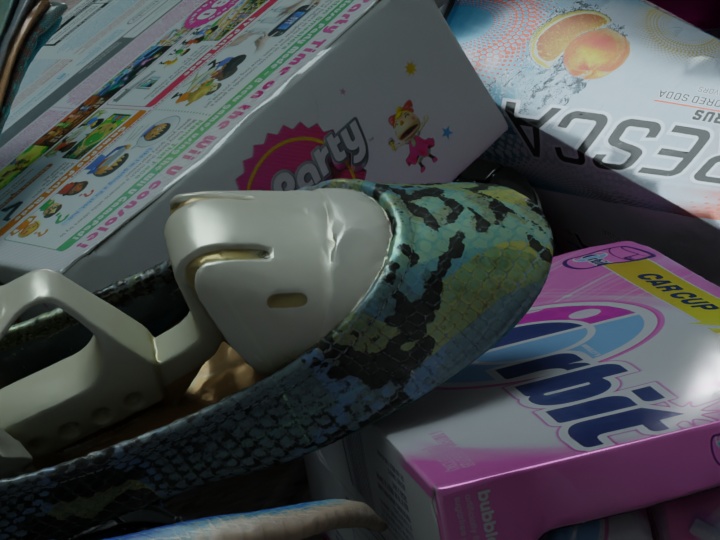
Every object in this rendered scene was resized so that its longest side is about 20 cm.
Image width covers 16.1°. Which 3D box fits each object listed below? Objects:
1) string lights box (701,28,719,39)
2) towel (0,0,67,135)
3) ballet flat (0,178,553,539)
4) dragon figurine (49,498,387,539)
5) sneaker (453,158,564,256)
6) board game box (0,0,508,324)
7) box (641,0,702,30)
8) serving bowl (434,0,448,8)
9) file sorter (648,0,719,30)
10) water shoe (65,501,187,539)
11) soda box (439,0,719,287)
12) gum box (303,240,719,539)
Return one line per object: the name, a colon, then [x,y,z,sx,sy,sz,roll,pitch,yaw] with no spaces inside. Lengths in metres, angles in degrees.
string lights box: [0.196,-0.033,0.855,0.199,0.104,0.059,0,17,37]
towel: [-0.162,0.011,0.770,0.022,0.201,0.146,31,-26,-31]
ballet flat: [-0.049,0.019,0.626,0.199,0.075,0.074,-27,12,3]
dragon figurine: [-0.094,0.084,0.587,0.200,0.059,0.099,-36,37,-26]
sneaker: [0.000,0.000,0.887,0.076,0.088,0.200,-48,40,-14]
board game box: [-0.071,-0.029,0.807,0.147,0.064,0.200,-42,24,-21]
box: [0.170,-0.118,1.007,0.142,0.036,0.201,-4,36,21]
serving bowl: [0.012,-0.104,0.917,0.198,0.066,0.200,-1,-24,-1]
file sorter: [0.198,-0.152,0.852,0.198,0.126,0.139,0,-1,19]
water shoe: [-0.097,0.064,0.702,0.071,0.080,0.200,-16,14,-27]
soda box: [0.103,-0.030,0.804,0.064,0.069,0.200,-42,48,-19]
gum box: [0.056,0.051,0.666,0.113,0.067,0.200,-14,13,-10]
